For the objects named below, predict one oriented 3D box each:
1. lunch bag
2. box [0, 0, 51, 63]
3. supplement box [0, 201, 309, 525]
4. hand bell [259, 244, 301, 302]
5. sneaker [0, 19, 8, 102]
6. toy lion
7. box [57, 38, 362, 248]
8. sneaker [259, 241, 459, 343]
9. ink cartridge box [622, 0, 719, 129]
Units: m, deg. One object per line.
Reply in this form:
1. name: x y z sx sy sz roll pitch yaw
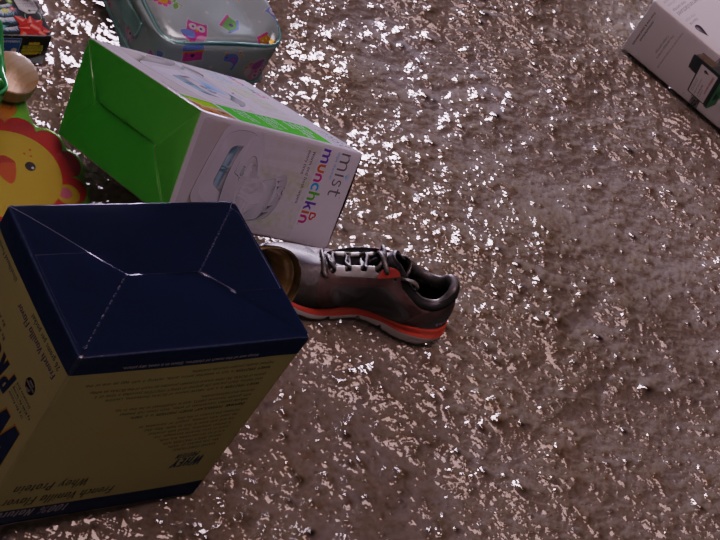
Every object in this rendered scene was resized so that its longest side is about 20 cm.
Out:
1. lunch bag: -0.183 -0.273 1.568 0.160 0.077 0.201 -6 54 -33
2. box: -0.388 -0.280 1.477 0.136 0.040 0.201 -5 53 -35
3. supplement box: -0.185 0.066 1.141 0.199 0.200 0.135 -3 51 -42
4. hand bell: -0.149 -0.037 1.380 0.104 0.105 0.200 -12 45 -38
5. sneaker: -0.332 -0.129 1.261 0.074 0.084 0.201 16 59 -23
6. toy lion: -0.335 -0.094 1.327 0.199 0.069 0.193 -2 60 -32
7. box: -0.131 -0.106 1.332 0.176 0.097 0.200 10 17 -41
8. sneaker: 0.000 0.000 1.416 0.199 0.082 0.077 15 45 -19
9. ink cartridge box: 0.448 -0.264 1.933 0.200 0.084 0.146 41 43 10
